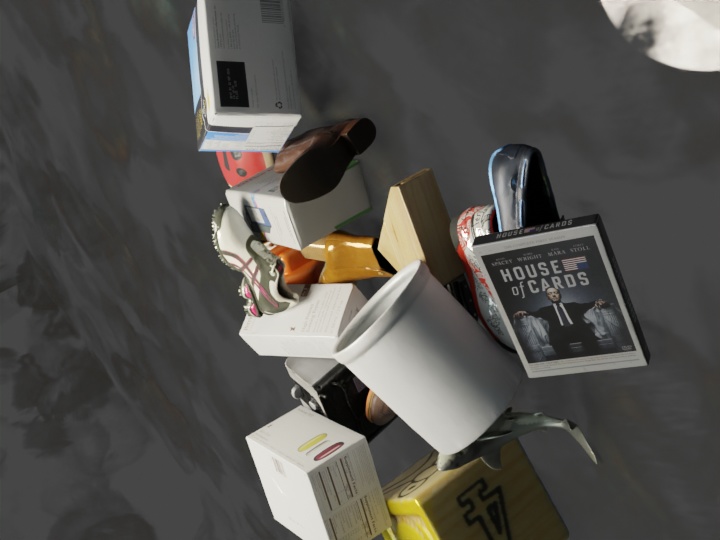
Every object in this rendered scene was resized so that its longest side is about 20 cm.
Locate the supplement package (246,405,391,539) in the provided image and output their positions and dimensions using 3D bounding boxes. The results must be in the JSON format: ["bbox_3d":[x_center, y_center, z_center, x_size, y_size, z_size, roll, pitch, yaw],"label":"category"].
[{"bbox_3d":[-0.066,0.320,1.452,0.199,0.110,0.158,11,122,56],"label":"supplement package"}]

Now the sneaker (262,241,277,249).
[{"bbox_3d":[-0.168,-0.058,1.681,0.072,0.086,0.201,3,143,12],"label":"sneaker"}]

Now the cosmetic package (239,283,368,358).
[{"bbox_3d":[-0.090,0.080,1.529,0.197,0.103,0.074,-1,146,32],"label":"cosmetic package"}]

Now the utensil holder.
[{"bbox_3d":[0.089,0.116,1.244,0.200,0.170,0.170,44,154,-6],"label":"utensil holder"}]

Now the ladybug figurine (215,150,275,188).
[{"bbox_3d":[-0.207,-0.212,1.649,0.135,0.071,0.202,33,142,43],"label":"ladybug figurine"}]

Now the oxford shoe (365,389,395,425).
[{"bbox_3d":[0.069,0.191,1.482,0.073,0.071,0.201,58,136,29],"label":"oxford shoe"}]

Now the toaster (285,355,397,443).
[{"bbox_3d":[-0.012,0.184,1.583,0.118,0.199,0.182,24,145,46],"label":"toaster"}]

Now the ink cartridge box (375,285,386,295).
[{"bbox_3d":[0.106,0.105,1.393,0.037,0.094,0.201,-41,75,23],"label":"ink cartridge box"}]

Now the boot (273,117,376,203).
[{"bbox_3d":[-0.090,-0.156,1.386,0.199,0.186,0.065,4,127,55],"label":"boot"}]

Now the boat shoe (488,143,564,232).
[{"bbox_3d":[0.201,-0.046,1.098,0.068,0.084,0.202,0,119,56],"label":"boat shoe"}]

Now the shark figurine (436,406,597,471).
[{"bbox_3d":[0.208,0.239,1.311,0.128,0.211,0.091,-95,-6,-70],"label":"shark figurine"}]

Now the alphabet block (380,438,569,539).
[{"bbox_3d":[0.160,0.379,1.448,0.198,0.199,0.195,59,153,1],"label":"alphabet block"}]

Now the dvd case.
[{"bbox_3d":[0.229,0.035,1.078,0.149,0.025,0.201,-10,123,31],"label":"dvd case"}]

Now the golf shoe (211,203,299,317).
[{"bbox_3d":[-0.162,-0.021,1.473,0.087,0.078,0.202,-7,123,27],"label":"golf shoe"}]

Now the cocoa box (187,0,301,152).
[{"bbox_3d":[-0.172,-0.287,1.374,0.131,0.131,0.203,139,126,-64],"label":"cocoa box"}]

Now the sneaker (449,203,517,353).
[{"bbox_3d":[0.187,0.011,1.190,0.204,0.067,0.108,65,155,-4],"label":"sneaker"}]

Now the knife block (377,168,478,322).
[{"bbox_3d":[0.105,-0.015,1.311,0.176,0.064,0.201,46,150,24],"label":"knife block"}]

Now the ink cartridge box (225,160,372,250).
[{"bbox_3d":[-0.099,-0.111,1.479,0.199,0.144,0.089,16,130,53],"label":"ink cartridge box"}]

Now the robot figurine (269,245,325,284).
[{"bbox_3d":[-0.102,0.047,1.673,0.142,0.117,0.202,-12,112,16],"label":"robot figurine"}]

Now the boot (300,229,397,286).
[{"bbox_3d":[0.000,-0.001,1.499,0.142,0.072,0.201,8,158,26],"label":"boot"}]
